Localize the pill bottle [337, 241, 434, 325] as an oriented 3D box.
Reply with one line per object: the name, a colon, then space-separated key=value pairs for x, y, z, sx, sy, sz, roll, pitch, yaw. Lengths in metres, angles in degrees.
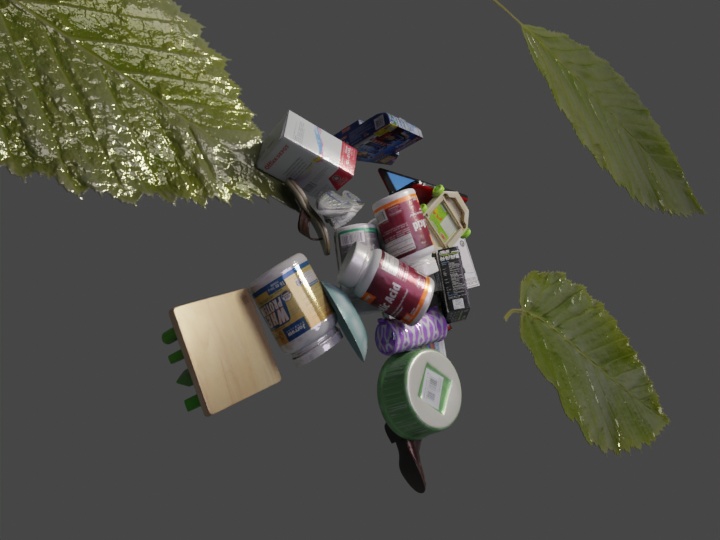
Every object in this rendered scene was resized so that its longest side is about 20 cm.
pill bottle: x=0.054 y=0.027 z=1.274 sx=0.195 sy=0.114 sz=0.117 roll=28 pitch=57 yaw=-10

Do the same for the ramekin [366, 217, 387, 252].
ramekin: x=0.095 y=-0.053 z=1.502 sx=0.197 sy=0.093 sz=0.210 roll=14 pitch=65 yaw=-33

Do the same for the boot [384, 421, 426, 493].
boot: x=0.163 y=0.403 z=1.408 sx=0.197 sy=0.063 sz=0.192 roll=-22 pitch=89 yaw=-45

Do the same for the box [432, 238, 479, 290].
box: x=0.253 y=-0.037 z=1.640 sx=0.114 sy=0.060 sz=0.207 roll=-8 pitch=78 yaw=-39

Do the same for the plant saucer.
plant saucer: x=-0.029 y=0.104 z=1.284 sx=0.038 sy=0.201 sz=0.205 roll=-29 pitch=92 yaw=-8

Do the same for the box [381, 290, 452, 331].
box: x=0.150 y=0.131 z=1.513 sx=0.196 sy=0.034 sz=0.114 roll=-16 pitch=83 yaw=-40

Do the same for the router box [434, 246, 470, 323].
router box: x=0.229 y=0.042 z=1.464 sx=0.060 sy=0.200 sz=0.155 roll=-11 pitch=76 yaw=4

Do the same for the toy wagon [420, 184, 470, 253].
toy wagon: x=0.196 y=-0.109 z=1.485 sx=0.200 sy=0.039 sz=0.156 roll=-47 pitch=116 yaw=-14

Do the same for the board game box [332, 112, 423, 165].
board game box: x=0.058 y=-0.348 z=1.549 sx=0.197 sy=0.196 sz=0.064 roll=5 pitch=69 yaw=-50

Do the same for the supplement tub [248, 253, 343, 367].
supplement tub: x=-0.135 y=0.085 z=1.239 sx=0.143 sy=0.143 sz=0.204 roll=-31 pitch=92 yaw=-40

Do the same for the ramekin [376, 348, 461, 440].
ramekin: x=0.141 y=0.279 z=1.335 sx=0.195 sy=0.097 sz=0.207 roll=14 pitch=65 yaw=-32

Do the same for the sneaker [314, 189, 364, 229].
sneaker: x=-0.055 y=-0.138 z=1.384 sx=0.074 sy=0.089 sz=0.199 roll=38 pitch=18 yaw=17

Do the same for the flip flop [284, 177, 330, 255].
flip flop: x=-0.130 y=-0.122 z=1.374 sx=0.057 sy=0.081 sz=0.204 roll=-32 pitch=96 yaw=-11

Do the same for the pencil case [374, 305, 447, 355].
pencil case: x=0.119 y=0.142 z=1.372 sx=0.195 sy=0.083 sz=0.089 roll=-6 pitch=76 yaw=-41

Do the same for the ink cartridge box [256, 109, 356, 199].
ink cartridge box: x=-0.127 y=-0.266 z=1.377 sx=0.196 sy=0.144 sz=0.085 roll=25 pitch=58 yaw=-27

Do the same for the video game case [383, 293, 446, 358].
video game case: x=0.140 y=0.172 z=1.449 sx=0.178 sy=0.023 sz=0.208 roll=-7 pitch=88 yaw=-40

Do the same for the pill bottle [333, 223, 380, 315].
pill bottle: x=0.000 y=0.000 z=1.391 sx=0.110 sy=0.112 sz=0.208 roll=-2 pitch=81 yaw=-37

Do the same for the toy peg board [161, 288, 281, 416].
toy peg board: x=-0.283 y=0.163 z=1.145 sx=0.197 sy=0.096 sz=0.206 roll=-16 pitch=83 yaw=-56

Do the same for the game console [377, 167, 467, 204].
game console: x=0.169 y=-0.235 z=1.582 sx=0.195 sy=0.171 sz=0.123 roll=9 pitch=71 yaw=-34

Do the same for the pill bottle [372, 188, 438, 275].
pill bottle: x=0.110 y=-0.079 z=1.384 sx=0.112 sy=0.113 sz=0.206 roll=-20 pitch=89 yaw=-40
